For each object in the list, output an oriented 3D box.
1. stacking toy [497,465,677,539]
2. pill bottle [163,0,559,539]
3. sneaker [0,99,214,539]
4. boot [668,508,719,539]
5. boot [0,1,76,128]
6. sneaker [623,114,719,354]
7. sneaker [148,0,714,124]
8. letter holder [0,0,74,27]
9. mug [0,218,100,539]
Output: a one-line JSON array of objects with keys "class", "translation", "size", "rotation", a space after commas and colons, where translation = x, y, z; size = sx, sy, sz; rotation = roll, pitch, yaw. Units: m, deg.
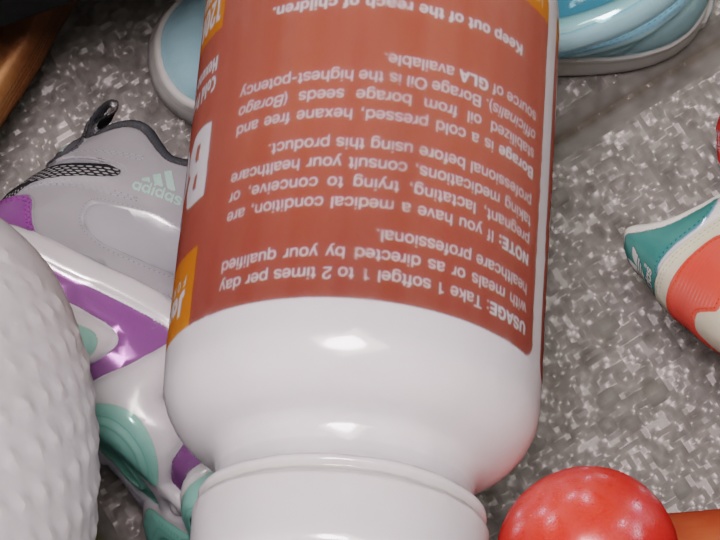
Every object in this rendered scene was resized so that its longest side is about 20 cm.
[{"class": "stacking toy", "translation": [0.105, 0.145, 0.773], "size": [0.085, 0.085, 0.201], "rotation": [-31, 104, -8]}, {"class": "pill bottle", "translation": [0.000, 0.000, 0.772], "size": [0.111, 0.112, 0.201], "rotation": [4, 64, 1]}, {"class": "sneaker", "translation": [-0.031, 0.026, 0.849], "size": [0.200, 0.078, 0.140], "rotation": [45, 64, -7]}, {"class": "boot", "translation": [0.152, 0.083, 0.843], "size": [0.198, 0.075, 0.108], "rotation": [1, 62, 1]}, {"class": "boot", "translation": [-0.083, -0.121, 0.875], "size": [0.188, 0.069, 0.200], "rotation": [32, 77, 20]}, {"class": "sneaker", "translation": [0.171, -0.045, 0.869], "size": [0.200, 0.071, 0.093], "rotation": [-42, 56, -20]}, {"class": "sneaker", "translation": [0.023, -0.097, 0.876], "size": [0.199, 0.082, 0.074], "rotation": [-13, 75, -2]}, {"class": "letter holder", "translation": [-0.128, -0.160, 0.814], "size": [0.199, 0.101, 0.143], "rotation": [-15, 52, 28]}, {"class": "mug", "translation": [-0.169, 0.059, 0.713], "size": [0.199, 0.148, 0.176], "rotation": [16, 45, -4]}]
